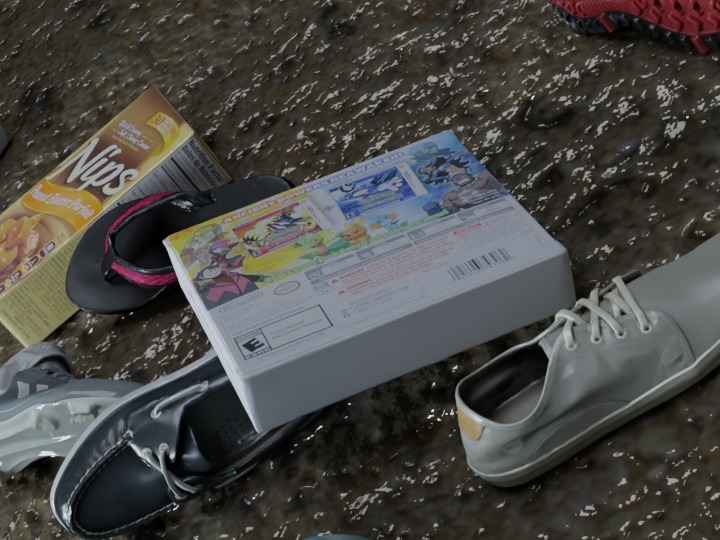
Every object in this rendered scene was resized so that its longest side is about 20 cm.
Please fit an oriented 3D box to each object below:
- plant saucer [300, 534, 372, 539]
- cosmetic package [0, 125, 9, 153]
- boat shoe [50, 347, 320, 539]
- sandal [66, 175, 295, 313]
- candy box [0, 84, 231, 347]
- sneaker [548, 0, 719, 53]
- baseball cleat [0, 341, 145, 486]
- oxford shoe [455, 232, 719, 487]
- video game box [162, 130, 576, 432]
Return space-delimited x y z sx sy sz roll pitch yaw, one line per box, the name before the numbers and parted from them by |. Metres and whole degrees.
plant saucer | -0.066 0.199 0.898 0.200 0.027 0.200 -40 12 10
cosmetic package | -0.457 -0.102 1.589 0.199 0.165 0.166 -5 46 40
boat shoe | -0.099 0.098 1.074 0.200 0.076 0.060 -41 27 0
sandal | -0.131 -0.023 1.240 0.199 0.045 0.076 -17 77 29
candy box | -0.202 -0.043 1.362 0.200 0.055 0.115 -41 33 -1
sneaker | 0.194 -0.202 1.133 0.096 0.079 0.200 -47 33 -15
baseball cleat | -0.202 0.084 1.199 0.199 0.070 0.107 -14 41 33
oxford shoe | 0.131 0.037 0.932 0.199 0.058 0.075 -35 30 5
video game box | 0.000 0.000 1.060 0.199 0.047 0.182 -21 34 -9
